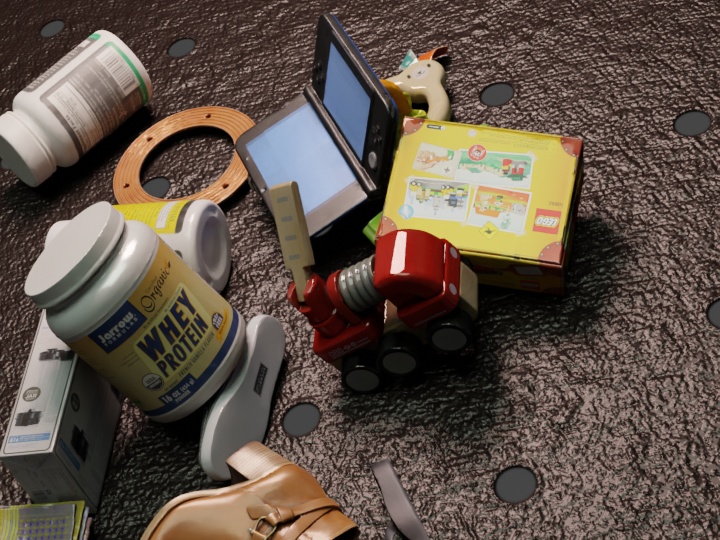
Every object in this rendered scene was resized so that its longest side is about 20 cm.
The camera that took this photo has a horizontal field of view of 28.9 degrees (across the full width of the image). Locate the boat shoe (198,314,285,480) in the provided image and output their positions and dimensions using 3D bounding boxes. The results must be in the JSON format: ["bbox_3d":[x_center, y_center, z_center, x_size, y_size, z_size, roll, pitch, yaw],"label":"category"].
[{"bbox_3d":[-0.131,0.134,1.449,0.056,0.069,0.202,-14,41,33],"label":"boat shoe"}]

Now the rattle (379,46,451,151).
[{"bbox_3d":[0.045,-0.240,1.674,0.129,0.143,0.202,-2,52,41],"label":"rattle"}]

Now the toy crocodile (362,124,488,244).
[{"bbox_3d":[0.083,-0.095,1.578,0.067,0.062,0.200,42,75,8],"label":"toy crocodile"}]

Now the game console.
[{"bbox_3d":[-0.054,-0.160,1.561,0.117,0.172,0.201,-13,47,-22],"label":"game console"}]

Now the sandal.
[{"bbox_3d":[0.043,0.254,1.263,0.042,0.077,0.201,-24,34,-5],"label":"sandal"}]

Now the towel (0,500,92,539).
[{"bbox_3d":[-0.349,0.320,1.371,0.142,0.023,0.202,-3,53,18],"label":"towel"}]

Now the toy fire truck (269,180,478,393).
[{"bbox_3d":[0.000,0.000,1.395,0.175,0.200,0.130,-26,40,31],"label":"toy fire truck"}]

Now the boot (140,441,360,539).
[{"bbox_3d":[-0.111,0.263,1.312,0.154,0.074,0.200,33,69,35],"label":"boot"}]

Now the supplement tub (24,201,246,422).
[{"bbox_3d":[-0.228,0.042,1.419,0.144,0.200,0.145,-34,28,21],"label":"supplement tub"}]

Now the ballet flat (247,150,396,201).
[{"bbox_3d":[-0.046,-0.108,1.625,0.197,0.072,0.073,-3,48,17],"label":"ballet flat"}]

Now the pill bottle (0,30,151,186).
[{"bbox_3d":[-0.376,-0.208,1.808,0.200,0.114,0.113,-43,48,-20],"label":"pill bottle"}]

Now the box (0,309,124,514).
[{"bbox_3d":[-0.305,0.142,1.465,0.059,0.117,0.202,-8,46,15],"label":"box"}]

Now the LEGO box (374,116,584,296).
[{"bbox_3d":[0.128,-0.069,1.472,0.197,0.077,0.151,9,68,13],"label":"LEGO box"}]

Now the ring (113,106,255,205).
[{"bbox_3d":[-0.216,-0.132,1.754,0.198,0.019,0.202,-11,47,12],"label":"ring"}]

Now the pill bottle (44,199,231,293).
[{"bbox_3d":[-0.257,-0.021,1.600,0.197,0.112,0.112,-2,48,18],"label":"pill bottle"}]
